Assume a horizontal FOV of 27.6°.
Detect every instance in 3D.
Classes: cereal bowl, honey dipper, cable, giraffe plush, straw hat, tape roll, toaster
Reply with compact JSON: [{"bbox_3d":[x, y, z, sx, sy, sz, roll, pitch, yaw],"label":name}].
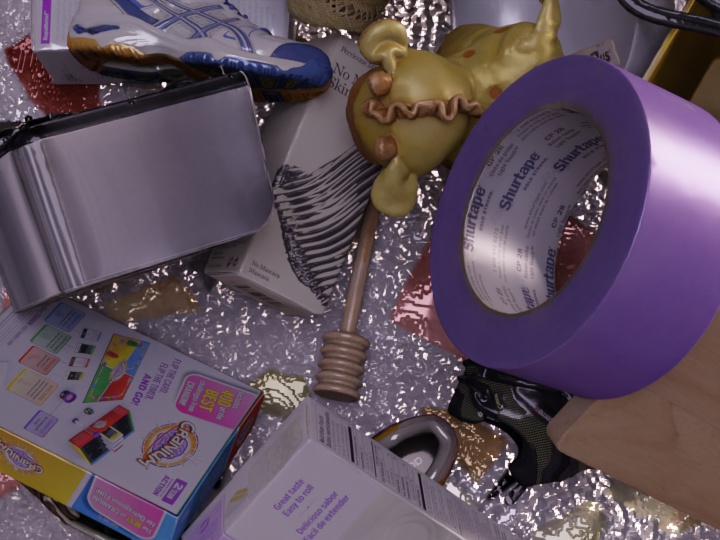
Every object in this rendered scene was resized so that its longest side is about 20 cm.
[{"bbox_3d":[0.160,-0.199,1.101,0.083,0.200,0.201,-10,73,-38],"label":"cereal bowl"},{"bbox_3d":[0.000,0.000,1.124,0.038,0.038,0.201,10,73,4],"label":"honey dipper"},{"bbox_3d":[0.264,-0.159,0.980,0.199,0.050,0.098,11,94,16],"label":"cable"},{"bbox_3d":[0.062,-0.108,1.031,0.161,0.200,0.174,-14,75,-27],"label":"giraffe plush"},{"bbox_3d":[-0.016,-0.220,1.079,0.200,0.201,0.085,30,120,8],"label":"straw hat"},{"bbox_3d":[0.136,-0.026,0.916,0.085,0.200,0.201,19,75,-32],"label":"tape roll"},{"bbox_3d":[-0.176,-0.053,1.031,0.199,0.181,0.119,-19,91,-27],"label":"toaster"}]

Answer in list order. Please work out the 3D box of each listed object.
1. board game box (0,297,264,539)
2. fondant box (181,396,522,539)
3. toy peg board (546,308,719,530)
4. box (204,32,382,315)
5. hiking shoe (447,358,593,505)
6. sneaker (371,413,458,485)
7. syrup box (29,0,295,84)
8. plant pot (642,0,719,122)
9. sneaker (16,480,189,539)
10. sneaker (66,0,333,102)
[{"bbox_3d":[-0.190,0.101,1.052,0.199,0.040,0.153,25,36,7],"label":"board game box"},{"bbox_3d":[-0.002,0.198,0.991,0.200,0.058,0.144,36,109,-18],"label":"fondant box"},{"bbox_3d":[0.238,0.051,1.004,0.199,0.199,0.098,-50,39,16],"label":"toy peg board"},{"bbox_3d":[-0.037,-0.071,1.108,0.082,0.068,0.201,26,78,-26],"label":"box"},{"bbox_3d":[0.104,0.067,1.081,0.100,0.076,0.201,-23,78,-8],"label":"hiking shoe"},{"bbox_3d":[-0.012,0.175,1.050,0.200,0.090,0.075,-44,79,-9],"label":"sneaker"},{"bbox_3d":[-0.152,-0.196,1.148,0.198,0.079,0.082,0,77,2],"label":"syrup box"},{"bbox_3d":[0.303,-0.107,1.066,0.199,0.176,0.201,30,79,7],"label":"plant pot"},{"bbox_3d":[-0.212,0.142,1.066,0.199,0.076,0.071,31,91,8],"label":"sneaker"},{"bbox_3d":[-0.112,-0.179,1.062,0.199,0.075,0.089,12,76,6],"label":"sneaker"}]
